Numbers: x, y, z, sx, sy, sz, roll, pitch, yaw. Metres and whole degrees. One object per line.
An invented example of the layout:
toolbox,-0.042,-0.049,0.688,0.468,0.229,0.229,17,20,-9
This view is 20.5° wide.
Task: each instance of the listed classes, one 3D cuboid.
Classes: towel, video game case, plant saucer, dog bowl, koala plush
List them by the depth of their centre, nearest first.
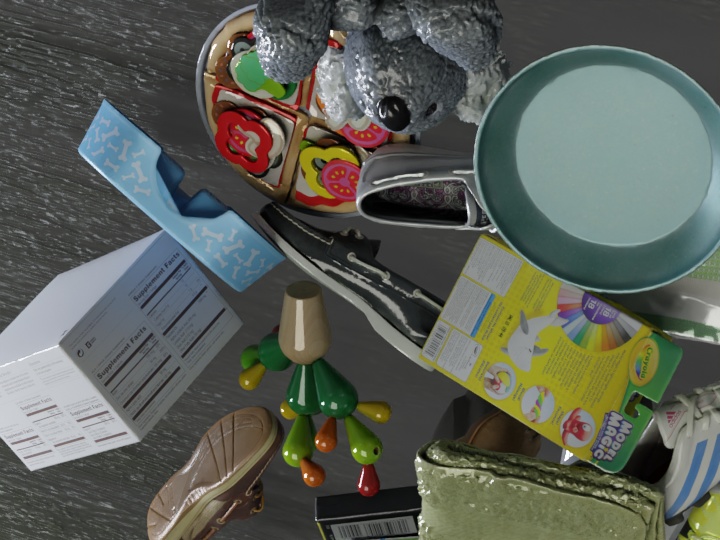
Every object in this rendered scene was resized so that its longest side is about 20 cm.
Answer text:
koala plush,0.030,-0.177,1.459,0.176,0.185,0.200,-3,143,13
plant saucer,0.184,-0.079,1.462,0.199,0.036,0.201,8,121,14
towel,0.255,-0.029,1.508,0.148,0.031,0.201,9,127,13
towel,0.140,0.201,1.561,0.199,0.037,0.149,9,134,11
dog bowl,-0.152,-0.059,1.648,0.200,0.111,0.050,42,90,-6
video game case,0.072,0.234,1.722,0.198,0.026,0.181,-7,147,6

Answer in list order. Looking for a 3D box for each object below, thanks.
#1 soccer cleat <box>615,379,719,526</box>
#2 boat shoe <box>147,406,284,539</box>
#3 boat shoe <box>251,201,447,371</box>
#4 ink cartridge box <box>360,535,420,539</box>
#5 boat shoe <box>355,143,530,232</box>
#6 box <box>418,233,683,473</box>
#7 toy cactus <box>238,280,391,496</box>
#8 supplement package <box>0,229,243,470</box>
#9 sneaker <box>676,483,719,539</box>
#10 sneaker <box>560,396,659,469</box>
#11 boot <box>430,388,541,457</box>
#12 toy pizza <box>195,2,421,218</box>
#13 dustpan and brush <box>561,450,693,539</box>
soccer cleat,0.277,0.117,1.532,0.200,0.070,0.086,-41,124,8
boat shoe,-0.122,0.200,1.869,0.072,0.072,0.200,21,127,-30
boat shoe,0.000,0.000,1.652,0.200,0.076,0.060,39,92,0
ink cartridge box,0.092,0.271,1.702,0.198,0.060,0.104,-5,148,2
boat shoe,0.093,-0.059,1.542,0.198,0.069,0.072,9,127,9
box,0.153,0.066,1.549,0.200,0.048,0.118,32,98,35
toy cactus,-0.037,0.087,1.686,0.200,0.102,0.166,-132,34,-52
supplement package,-0.229,0.071,1.732,0.111,0.156,0.199,51,144,-16
sneaker,0.290,0.257,1.681,0.075,0.076,0.201,25,130,11
sneaker,0.201,0.154,1.650,0.073,0.080,0.201,13,127,20
boot,0.129,0.113,1.675,0.075,0.074,0.200,19,137,-11
toy pizza,-0.047,-0.123,1.602,0.199,0.032,0.201,14,129,18
dustpan and brush,0.172,0.182,1.600,0.199,0.057,0.140,25,109,-5
